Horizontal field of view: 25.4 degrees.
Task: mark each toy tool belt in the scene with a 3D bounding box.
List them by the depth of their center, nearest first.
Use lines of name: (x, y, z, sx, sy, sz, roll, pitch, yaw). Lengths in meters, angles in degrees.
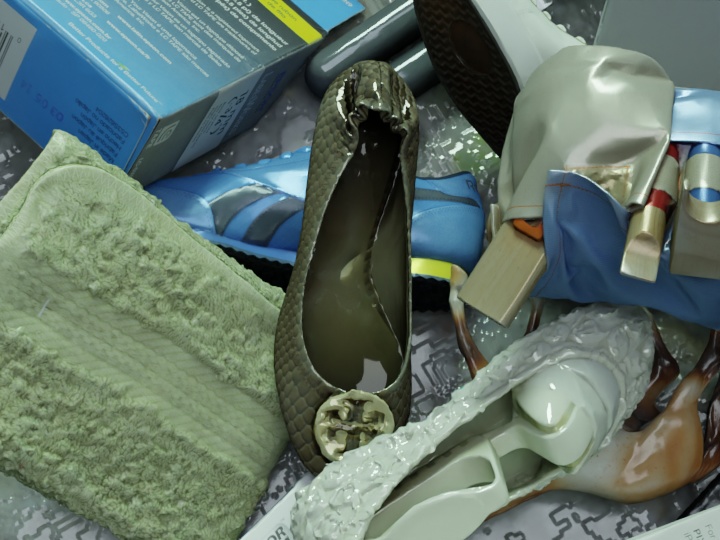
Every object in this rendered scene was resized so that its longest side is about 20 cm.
toy tool belt: (0.150, -0.014, 0.699, 0.199, 0.125, 0.123, 9, 59, 13)

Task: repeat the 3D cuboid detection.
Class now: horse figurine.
horse figurine: (0.111, 0.068, 0.786, 0.199, 0.050, 0.133, 3, 89, -9)

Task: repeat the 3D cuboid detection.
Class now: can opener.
can opener: (0.060, -0.146, 0.843, 0.200, 0.066, 0.053, -35, 80, -6)

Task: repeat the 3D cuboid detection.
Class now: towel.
towel: (-0.106, 0.046, 0.738, 0.200, 0.036, 0.149, 38, 81, -31)

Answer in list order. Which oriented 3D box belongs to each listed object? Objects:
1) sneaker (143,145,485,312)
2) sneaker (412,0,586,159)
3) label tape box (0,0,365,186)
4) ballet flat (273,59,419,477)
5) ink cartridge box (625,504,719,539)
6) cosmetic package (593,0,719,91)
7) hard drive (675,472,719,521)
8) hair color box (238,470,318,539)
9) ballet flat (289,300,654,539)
sneaker: (-0.036, -0.031, 0.806, 0.199, 0.066, 0.079, 7, 72, -3)
sneaker: (0.101, -0.095, 0.808, 0.085, 0.073, 0.200, -42, 109, -20)
label tape box: (-0.109, -0.130, 0.815, 0.144, 0.063, 0.200, 41, 36, 9)
ballet flat: (0.000, 0.000, 0.742, 0.067, 0.046, 0.201, 8, 83, -16)
ink cartridge box: (0.069, 0.173, 0.648, 0.199, 0.147, 0.083, -17, 72, -17)
cosmetic package: (0.246, -0.167, 0.775, 0.199, 0.123, 0.200, 22, 46, 11)
hard drive: (0.233, 0.142, 0.782, 0.140, 0.038, 0.200, 43, 77, 9)
hair color box: (0.010, 0.202, 0.739, 0.200, 0.061, 0.100, 45, 68, 9)
ballet flat: (0.062, 0.084, 0.716, 0.200, 0.072, 0.072, -32, 78, -11)
